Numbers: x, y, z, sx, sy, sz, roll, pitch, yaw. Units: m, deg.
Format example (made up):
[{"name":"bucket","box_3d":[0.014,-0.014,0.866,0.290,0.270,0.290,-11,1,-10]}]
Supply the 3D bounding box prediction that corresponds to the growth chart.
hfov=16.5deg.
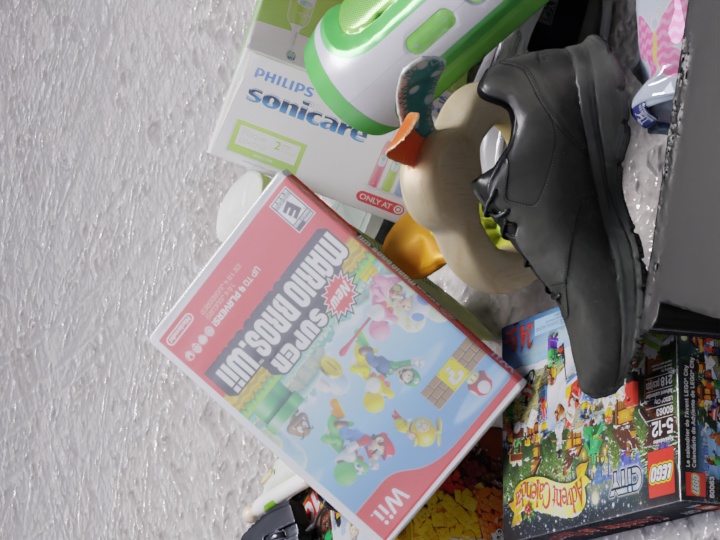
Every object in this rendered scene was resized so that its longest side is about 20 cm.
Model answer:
[{"name":"growth chart","box_3d":[-0.015,0.079,1.735,0.201,0.018,0.145,-63,14,-23]}]

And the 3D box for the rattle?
[{"name":"rattle","box_3d":[0.028,-0.060,1.457,0.142,0.200,0.131,18,93,38]}]

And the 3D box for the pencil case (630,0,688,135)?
[{"name":"pencil case","box_3d":[0.190,-0.174,1.381,0.091,0.083,0.201,140,133,-74]}]

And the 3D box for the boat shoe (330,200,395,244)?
[{"name":"boat shoe","box_3d":[0.007,-0.026,1.756,0.200,0.060,0.076,124,132,-61]}]

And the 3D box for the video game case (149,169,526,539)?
[{"name":"video game case","box_3d":[-0.016,0.055,1.535,0.143,0.200,0.017,-51,-6,18]}]

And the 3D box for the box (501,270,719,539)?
[{"name":"box","box_3d":[0.147,0.082,1.455,0.200,0.038,0.137,-27,59,61]}]

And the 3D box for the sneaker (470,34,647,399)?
[{"name":"sneaker","box_3d":[0.109,-0.027,1.383,0.076,0.090,0.201,131,131,-83]}]

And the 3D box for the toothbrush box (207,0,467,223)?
[{"name":"toothbrush box","box_3d":[-0.008,-0.132,1.642,0.200,0.145,0.086,-80,12,-60]}]

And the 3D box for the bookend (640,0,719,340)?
[{"name":"bookend","box_3d":[0.241,-0.049,1.229,0.200,0.092,0.200,17,101,63]}]

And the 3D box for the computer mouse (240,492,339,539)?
[{"name":"computer mouse","box_3d":[-0.041,0.169,1.644,0.200,0.034,0.059,128,140,-53]}]

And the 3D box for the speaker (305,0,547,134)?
[{"name":"speaker","box_3d":[0.058,-0.167,1.456,0.200,0.088,0.089,-40,46,31]}]

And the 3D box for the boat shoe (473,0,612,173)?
[{"name":"boat shoe","box_3d":[0.113,-0.120,1.542,0.065,0.073,0.201,-159,76,-68]}]

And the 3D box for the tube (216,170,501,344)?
[{"name":"tube","box_3d":[0.000,0.000,1.610,0.052,0.199,0.058,-39,37,38]}]

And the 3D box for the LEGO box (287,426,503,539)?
[{"name":"LEGO box","box_3d":[0.022,0.201,1.643,0.200,0.077,0.150,140,133,-55]}]
